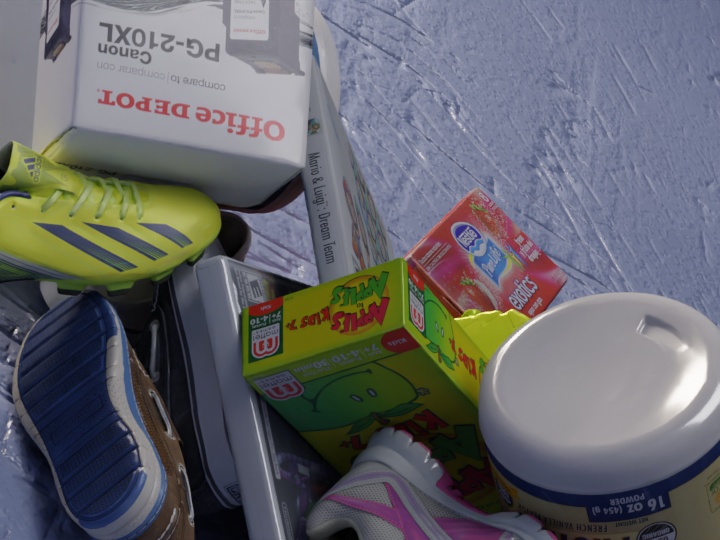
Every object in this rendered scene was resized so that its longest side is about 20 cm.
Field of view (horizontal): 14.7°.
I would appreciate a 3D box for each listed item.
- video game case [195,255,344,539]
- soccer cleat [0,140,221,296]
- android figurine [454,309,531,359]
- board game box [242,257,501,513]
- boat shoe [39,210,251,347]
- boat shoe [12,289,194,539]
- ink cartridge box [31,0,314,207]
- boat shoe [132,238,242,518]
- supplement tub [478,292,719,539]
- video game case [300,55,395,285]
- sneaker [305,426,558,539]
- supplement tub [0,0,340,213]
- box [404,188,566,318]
[{"bbox_3d":[-0.027,0.101,1.609,0.182,0.023,0.201,21,54,-65],"label":"video game case"},{"bbox_3d":[-0.170,-0.032,1.552,0.199,0.084,0.065,-6,27,-21],"label":"soccer cleat"},{"bbox_3d":[0.077,0.105,1.722,0.041,0.181,0.201,50,10,-46],"label":"android figurine"},{"bbox_3d":[0.024,0.076,1.586,0.200,0.101,0.048,48,31,-47],"label":"board game box"},{"bbox_3d":[-0.128,-0.005,1.708,0.074,0.065,0.200,46,21,5],"label":"boat shoe"},{"bbox_3d":[-0.137,0.091,1.528,0.072,0.072,0.201,48,13,-37],"label":"boat shoe"},{"bbox_3d":[-0.105,-0.151,1.606,0.144,0.084,0.202,9,73,-22],"label":"ink cartridge box"},{"bbox_3d":[-0.102,0.053,1.612,0.072,0.067,0.201,46,28,-55],"label":"boat shoe"},{"bbox_3d":[0.151,0.128,1.549,0.145,0.143,0.201,-107,180,-51],"label":"supplement tub"},{"bbox_3d":[0.000,0.000,1.678,0.200,0.024,0.183,66,11,-52],"label":"video game case"},{"bbox_3d":[0.047,0.169,1.504,0.200,0.088,0.082,31,-32,41],"label":"sneaker"},{"bbox_3d":[-0.127,-0.115,1.726,0.199,0.145,0.145,6,40,-37],"label":"supplement tub"},{"bbox_3d":[0.059,0.030,1.907,0.095,0.100,0.200,44,22,1],"label":"box"}]
